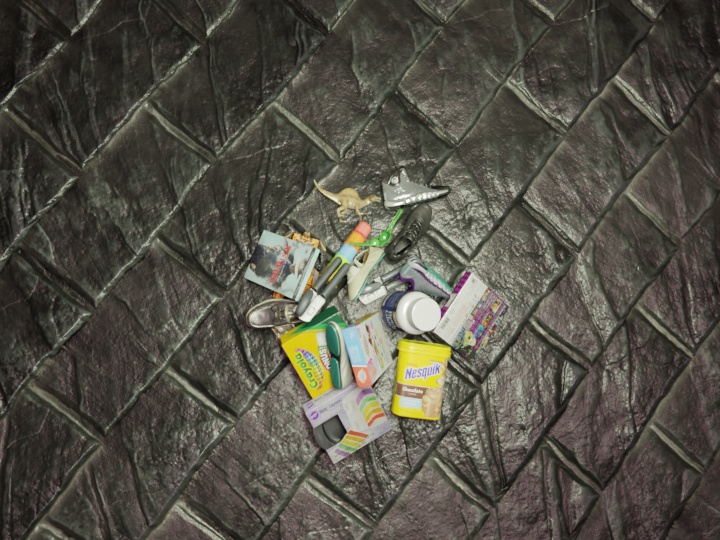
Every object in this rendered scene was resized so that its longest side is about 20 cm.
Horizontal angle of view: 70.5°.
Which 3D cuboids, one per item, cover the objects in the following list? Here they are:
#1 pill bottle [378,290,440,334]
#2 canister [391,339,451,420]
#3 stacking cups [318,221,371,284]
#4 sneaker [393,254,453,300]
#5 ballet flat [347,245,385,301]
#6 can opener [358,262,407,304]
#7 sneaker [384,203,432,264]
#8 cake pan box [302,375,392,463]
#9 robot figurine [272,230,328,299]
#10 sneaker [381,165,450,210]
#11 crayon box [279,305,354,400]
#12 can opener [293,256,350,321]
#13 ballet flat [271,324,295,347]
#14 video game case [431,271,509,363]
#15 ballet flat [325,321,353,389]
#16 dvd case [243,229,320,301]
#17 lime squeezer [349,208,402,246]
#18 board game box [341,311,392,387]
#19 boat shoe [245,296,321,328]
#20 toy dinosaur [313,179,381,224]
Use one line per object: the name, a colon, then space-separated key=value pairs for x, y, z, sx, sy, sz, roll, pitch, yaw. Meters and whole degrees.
pill bottle: x=0.132 y=0.111 z=1.361 sx=0.110 sy=0.200 sz=0.113 roll=0 pitch=89 yaw=-19
canister: x=0.167 y=0.304 z=1.426 sx=0.147 sy=0.087 sz=0.203 roll=8 pitch=89 yaw=-7
stacking cups: x=-0.038 y=-0.049 z=1.410 sx=0.060 sy=0.060 sz=0.201 roll=34 pitch=77 yaw=-5
sneaker: x=0.182 y=0.039 z=1.437 sx=0.088 sy=0.075 sz=0.199 roll=-44 pitch=119 yaw=15
ballet flat: x=0.000 y=0.000 z=1.391 sx=0.069 sy=0.069 sz=0.201 roll=38 pitch=49 yaw=-5
can opener: x=0.081 y=0.034 z=1.436 sx=0.198 sy=0.066 sz=0.053 roll=-27 pitch=93 yaw=-13
sneaker: x=0.144 y=-0.104 z=1.433 sx=0.076 sy=0.091 sz=0.201 roll=33 pitch=83 yaw=-5
cake pan box: x=-0.037 y=0.401 z=1.387 sx=0.198 sy=0.052 sz=0.186 roll=-27 pitch=107 yaw=-8
robot figurine: x=-0.169 y=-0.012 z=1.402 sx=0.143 sy=0.058 sz=0.203 roll=14 pitch=86 yaw=-10
sneaker: x=0.154 y=-0.247 z=1.448 sx=0.198 sy=0.075 sz=0.117 roll=-13 pitch=88 yaw=-7
crayon box: x=-0.097 y=0.224 z=1.372 sx=0.171 sy=0.058 sz=0.201 roll=-30 pitch=114 yaw=-9
can opener: x=-0.097 y=0.044 z=1.311 sx=0.053 sy=0.067 sz=0.201 roll=36 pitch=70 yaw=3
ballet flat: x=-0.206 y=0.169 z=1.388 sx=0.076 sy=0.064 sz=0.200 roll=-42 pitch=94 yaw=-1
video game case: x=0.311 y=0.135 z=1.448 sx=0.181 sy=0.036 sz=0.201 roll=37 pitch=83 yaw=-25
ballet flat: x=-0.049 y=0.213 z=1.325 sx=0.069 sy=0.070 sz=0.202 roll=-7 pitch=114 yaw=-8
dvd case: x=-0.212 y=-0.017 z=1.356 sx=0.198 sy=0.022 sz=0.147 roll=21 pitch=85 yaw=31
lime squeezer: x=0.052 y=-0.095 z=1.424 sx=0.199 sy=0.071 sz=0.038 roll=-34 pitch=59 yaw=-28
board game box: x=0.022 y=0.204 z=1.353 sx=0.040 sy=0.200 sz=0.155 roll=-16 pitch=90 yaw=20
boat shoe: x=-0.198 y=0.109 z=1.329 sx=0.198 sy=0.065 sz=0.073 roll=-8 pitch=94 yaw=-17
toy dinosaur: x=-0.044 y=-0.188 z=1.437 sx=0.197 sy=0.058 sz=0.102 roll=9 pitch=72 yaw=-15
